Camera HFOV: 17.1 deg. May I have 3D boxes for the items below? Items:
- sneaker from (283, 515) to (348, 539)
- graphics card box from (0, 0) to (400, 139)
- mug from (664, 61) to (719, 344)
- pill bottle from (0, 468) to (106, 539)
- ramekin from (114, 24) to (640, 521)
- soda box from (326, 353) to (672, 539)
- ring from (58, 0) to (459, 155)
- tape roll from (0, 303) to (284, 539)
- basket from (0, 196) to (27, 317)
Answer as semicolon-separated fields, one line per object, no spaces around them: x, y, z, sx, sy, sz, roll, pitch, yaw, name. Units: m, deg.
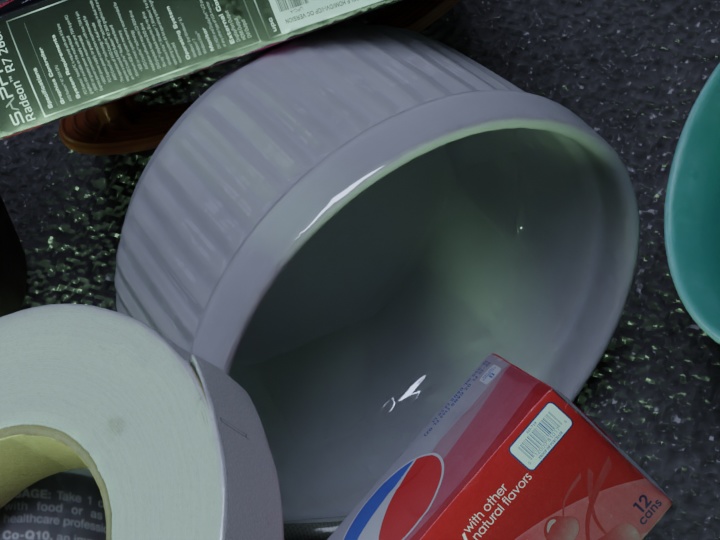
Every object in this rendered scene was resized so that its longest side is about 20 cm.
0.022;0.128;0.883;0.199;0.079;0.074;3;60;-21;sneaker
-0.046;-0.115;0.940;0.199;0.125;0.051;-19;101;18;graphics card box
0.220;-0.027;0.909;0.185;0.114;0.153;-16;61;49;mug
-0.127;0.135;0.917;0.113;0.113;0.201;-6;59;8;pill bottle
0.000;0.000;0.928;0.200;0.200;0.105;-37;50;-11;ramekin
0.010;0.126;0.805;0.200;0.063;0.070;-48;17;-4;soda box
-0.041;-0.105;1.030;0.200;0.019;0.201;-21;20;8;ring
-0.116;0.108;0.820;0.202;0.037;0.203;-18;56;28;tape roll
-0.220;-0.039;0.990;0.136;0.200;0.180;-41;58;-13;basket
